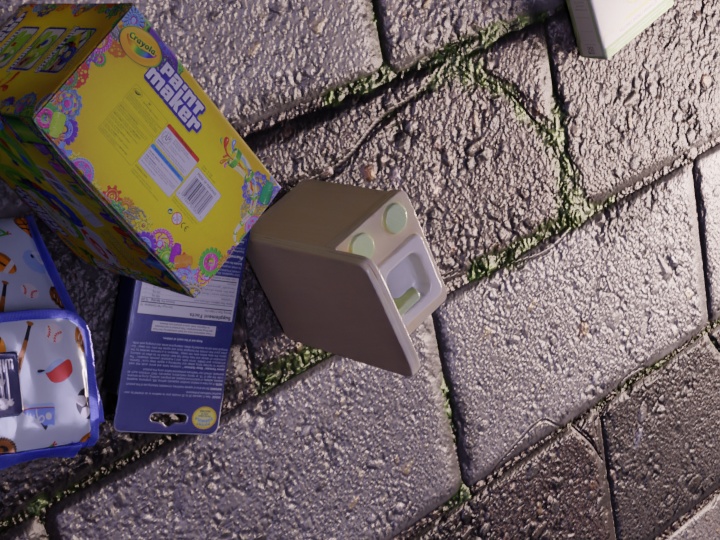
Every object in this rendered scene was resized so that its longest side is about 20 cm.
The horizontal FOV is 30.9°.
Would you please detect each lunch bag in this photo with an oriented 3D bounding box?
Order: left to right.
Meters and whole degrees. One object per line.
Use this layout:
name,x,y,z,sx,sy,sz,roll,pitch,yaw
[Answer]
lunch bag,-0.302,0.060,0.986,0.168,0.201,0.124,-4,143,-38

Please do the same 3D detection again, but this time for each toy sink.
toy sink,0.000,0.000,1.248,0.112,0.199,0.131,-41,121,-27

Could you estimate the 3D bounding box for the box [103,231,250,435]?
box,-0.173,0.050,1.218,0.120,0.032,0.203,8,91,-41

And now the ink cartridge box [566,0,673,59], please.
ink cartridge box,0.292,-0.372,1.535,0.145,0.048,0.202,-39,124,-28

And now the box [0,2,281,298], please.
box,-0.206,-0.100,1.055,0.122,0.192,0.200,-53,128,-20
